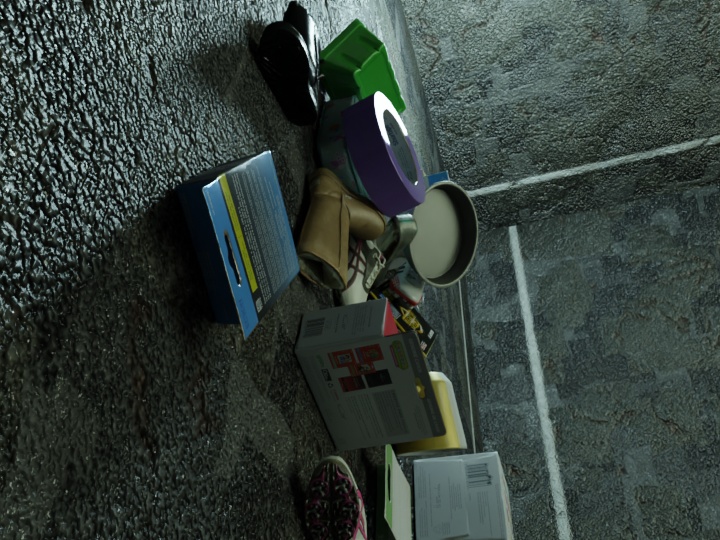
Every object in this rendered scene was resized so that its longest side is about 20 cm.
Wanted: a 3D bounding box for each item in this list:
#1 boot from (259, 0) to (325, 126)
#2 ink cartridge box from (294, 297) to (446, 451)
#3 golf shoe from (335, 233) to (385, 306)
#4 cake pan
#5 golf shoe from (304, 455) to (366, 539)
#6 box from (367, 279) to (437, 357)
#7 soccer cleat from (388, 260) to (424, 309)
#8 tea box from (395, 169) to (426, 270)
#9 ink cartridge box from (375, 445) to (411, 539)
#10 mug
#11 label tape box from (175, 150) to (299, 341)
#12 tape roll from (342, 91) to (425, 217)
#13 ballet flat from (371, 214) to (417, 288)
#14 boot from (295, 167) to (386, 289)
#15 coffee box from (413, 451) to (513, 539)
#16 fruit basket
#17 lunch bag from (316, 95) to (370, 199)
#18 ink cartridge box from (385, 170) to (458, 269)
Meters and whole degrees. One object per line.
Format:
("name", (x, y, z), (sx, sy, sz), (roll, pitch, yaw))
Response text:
("boot", (-0.100, -0.341, 1.003), (0.200, 0.071, 0.167), (70, 17, -60))
("ink cartridge box", (0.022, 0.150, 0.939), (0.085, 0.170, 0.204), (-80, 156, -55))
("golf shoe", (0.000, 0.000, 1.143), (0.077, 0.085, 0.206), (52, 32, -65))
("cake pan", (0.154, -0.070, 1.288), (0.196, 0.036, 0.207), (-5, 98, -39))
("golf shoe", (-0.030, 0.312, 0.844), (0.093, 0.070, 0.206), (-85, 170, -64))
("box", (0.076, 0.102, 1.307), (0.160, 0.049, 0.200), (47, 13, 5))
("soccer cleat", (0.103, 0.015, 1.333), (0.068, 0.086, 0.200), (35, 11, -3))
("tea box", (0.128, -0.115, 1.647), (0.197, 0.130, 0.207), (35, 46, -72))
("ink cartridge box", (0.048, 0.399, 1.131), (0.148, 0.046, 0.203), (-87, 161, -43))
("mug", (0.140, 0.289, 1.340), (0.187, 0.144, 0.158), (102, -15, -71))
("label tape box", (-0.130, -0.030, 0.676), (0.200, 0.061, 0.148), (-61, 139, -69))
("tape roll", (0.044, -0.199, 1.139), (0.201, 0.064, 0.203), (53, 24, -36))
("ballet flat", (0.034, -0.035, 1.235), (0.062, 0.201, 0.069), (-3, 56, -37))
("boot", (-0.029, -0.045, 1.035), (0.173, 0.066, 0.203), (33, 37, -27))
("coffee box", (0.235, 0.553, 1.470), (0.200, 0.194, 0.203), (67, 19, -44))
("fruit basket", (-0.015, -0.394, 1.329), (0.215, 0.156, 0.216), (42, -14, 13))
("lunch bag", (-0.021, -0.217, 1.229), (0.203, 0.075, 0.163), (-85, 160, -47))
("ink cartridge box", (0.116, -0.103, 1.455), (0.145, 0.194, 0.152), (47, 34, -68))
